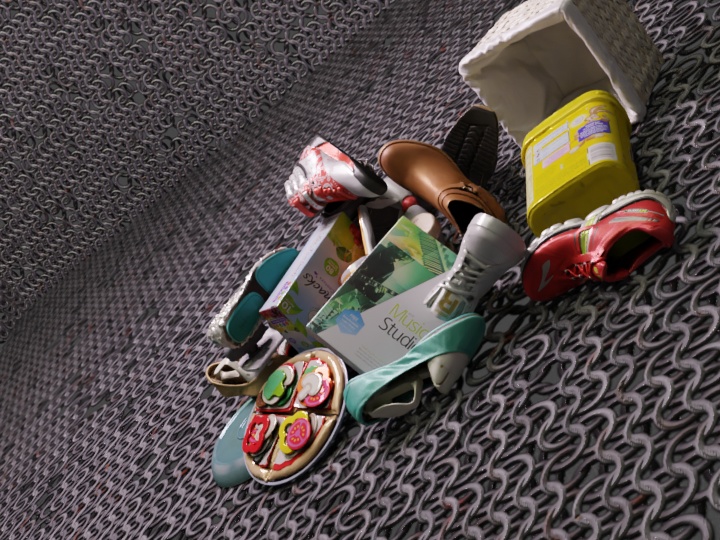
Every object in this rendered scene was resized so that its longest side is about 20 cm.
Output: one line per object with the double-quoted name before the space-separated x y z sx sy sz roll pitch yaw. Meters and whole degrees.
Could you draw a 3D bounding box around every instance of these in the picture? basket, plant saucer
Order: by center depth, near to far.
"basket" 0.285 -0.291 1.519 0.198 0.200 0.161 -23 25 45
"plant saucer" -0.148 0.226 1.571 0.200 0.027 0.200 -38 19 16

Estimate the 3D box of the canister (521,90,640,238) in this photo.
"canister" 0.276 -0.128 1.368 0.148 0.087 0.200 -35 22 26

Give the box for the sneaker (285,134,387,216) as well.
"sneaker" -0.040 -0.117 1.572 0.108 0.067 0.201 -56 37 6

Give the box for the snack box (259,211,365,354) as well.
"snack box" -0.040 0.033 1.579 0.053 0.142 0.200 -19 30 50

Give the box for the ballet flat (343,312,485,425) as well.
"ballet flat" 0.072 0.127 1.284 0.200 0.067 0.070 -31 50 14

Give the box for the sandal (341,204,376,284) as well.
"sandal" 0.001 0.004 1.546 0.059 0.079 0.207 -13 59 3

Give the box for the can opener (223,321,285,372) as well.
"can opener" -0.115 0.069 1.591 0.053 0.067 0.200 10 50 47

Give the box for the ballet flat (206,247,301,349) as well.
"ballet flat" -0.156 0.037 1.557 0.072 0.072 0.200 -21 22 49

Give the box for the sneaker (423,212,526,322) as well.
"sneaker" 0.130 0.011 1.272 0.116 0.074 0.200 -54 -10 -12

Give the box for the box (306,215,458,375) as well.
"box" 0.049 0.045 1.386 0.200 0.144 0.036 -49 -16 -15

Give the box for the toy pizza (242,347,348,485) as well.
"toy pizza" -0.094 0.189 1.445 0.200 0.032 0.200 -32 39 31

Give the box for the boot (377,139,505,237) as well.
"boot" 0.111 -0.103 1.479 0.077 0.200 0.155 -52 8 17

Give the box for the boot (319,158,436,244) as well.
"boot" 0.041 -0.123 1.691 0.069 0.174 0.200 34 84 39

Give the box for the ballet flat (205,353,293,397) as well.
"ballet flat" -0.171 0.155 1.629 0.200 0.063 0.069 -20 37 50

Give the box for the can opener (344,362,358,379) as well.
"can opener" 0.018 0.099 1.462 0.200 0.063 0.079 -45 43 28

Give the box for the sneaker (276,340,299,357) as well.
"sneaker" -0.050 0.067 1.649 0.201 0.067 0.108 -45 19 7

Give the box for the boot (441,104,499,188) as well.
"boot" 0.174 -0.185 1.594 0.138 0.077 0.200 -57 -13 -43

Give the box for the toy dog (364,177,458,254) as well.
"toy dog" 0.062 -0.053 1.561 0.096 0.132 0.200 -36 20 2

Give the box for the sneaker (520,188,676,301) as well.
"sneaker" 0.257 -0.016 1.193 0.200 0.077 0.085 -35 31 33
